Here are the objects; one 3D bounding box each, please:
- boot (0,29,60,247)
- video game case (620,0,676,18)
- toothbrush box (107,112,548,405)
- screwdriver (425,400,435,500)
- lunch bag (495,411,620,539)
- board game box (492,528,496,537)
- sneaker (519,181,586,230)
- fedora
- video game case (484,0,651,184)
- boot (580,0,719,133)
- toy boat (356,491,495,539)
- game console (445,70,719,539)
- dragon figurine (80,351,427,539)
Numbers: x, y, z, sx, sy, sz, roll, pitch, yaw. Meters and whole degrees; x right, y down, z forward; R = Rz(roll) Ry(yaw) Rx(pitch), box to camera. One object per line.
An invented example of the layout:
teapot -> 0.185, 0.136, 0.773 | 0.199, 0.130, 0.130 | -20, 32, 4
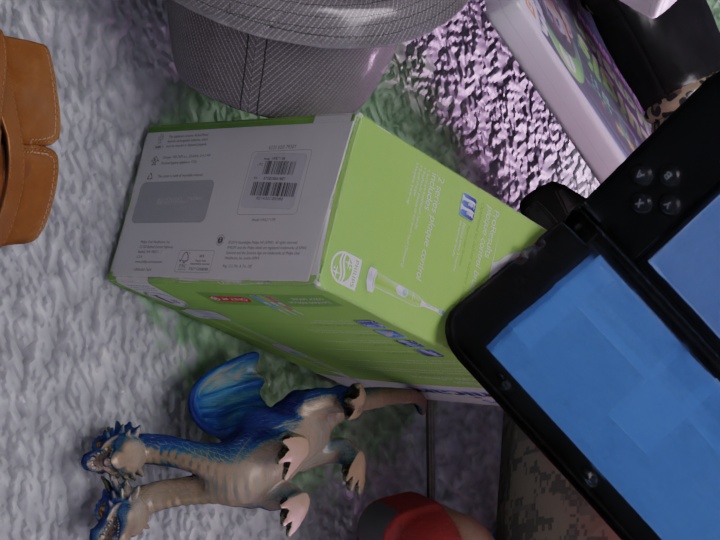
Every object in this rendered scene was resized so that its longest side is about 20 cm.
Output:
boot -> -0.191, -0.013, 0.759 | 0.154, 0.073, 0.201 | 0, 106, -62
video game case -> 0.128, -0.234, 1.030 | 0.182, 0.199, 0.023 | -41, 157, -39
toothbrush box -> 0.000, 0.000, 0.911 | 0.200, 0.145, 0.087 | 29, 70, -43
screwdriver -> 0.043, 0.133, 1.041 | 0.028, 0.029, 0.202 | -3, 98, -48
lunch bag -> 0.148, 0.100, 0.978 | 0.138, 0.168, 0.201 | 8, 70, -3
board game box -> 0.149, 0.216, 1.152 | 0.152, 0.045, 0.200 | -55, 127, -33
sneaker -> 0.143, 0.005, 1.123 | 0.066, 0.091, 0.200 | -34, 149, 2
fedora -> -0.031, -0.138, 0.892 | 0.201, 0.176, 0.091 | -81, -176, -53
video game case -> 0.122, -0.133, 1.066 | 0.200, 0.023, 0.182 | 51, 24, -36
boot -> 0.187, -0.154, 1.114 | 0.154, 0.073, 0.203 | 62, 27, 1
toy boat -> 0.003, 0.220, 0.958 | 0.130, 0.130, 0.202 | -1, 91, -17
game console -> 0.173, 0.034, 0.847 | 0.200, 0.172, 0.119 | 47, 22, 7
dragon figurine -> -0.050, 0.079, 0.905 | 0.200, 0.099, 0.059 | -33, 128, -49
